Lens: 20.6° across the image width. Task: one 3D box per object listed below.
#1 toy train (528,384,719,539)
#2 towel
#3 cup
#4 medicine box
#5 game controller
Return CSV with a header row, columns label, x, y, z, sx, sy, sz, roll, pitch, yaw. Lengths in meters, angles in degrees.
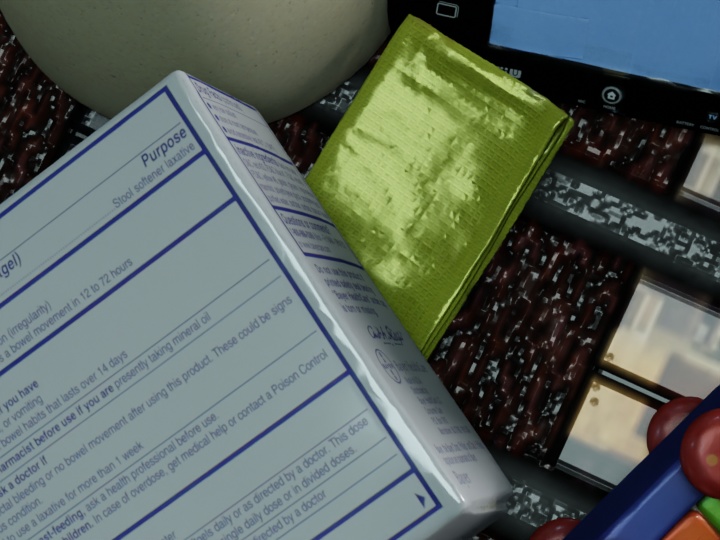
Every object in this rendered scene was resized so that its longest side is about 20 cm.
label,x,y,z,sx,sy,sz,roll,pitch,yaw
toy train,0.110,0.148,0.762,0.200,0.085,0.116,-45,91,-2
towel,0.000,0.000,0.812,0.086,0.018,0.200,33,95,11
cup,-0.076,-0.169,0.804,0.200,0.143,0.201,-1,80,7
medicine box,-0.074,0.058,0.767,0.182,0.103,0.200,-36,78,10
game controller,0.111,-0.112,0.802,0.199,0.042,0.105,13,115,8
